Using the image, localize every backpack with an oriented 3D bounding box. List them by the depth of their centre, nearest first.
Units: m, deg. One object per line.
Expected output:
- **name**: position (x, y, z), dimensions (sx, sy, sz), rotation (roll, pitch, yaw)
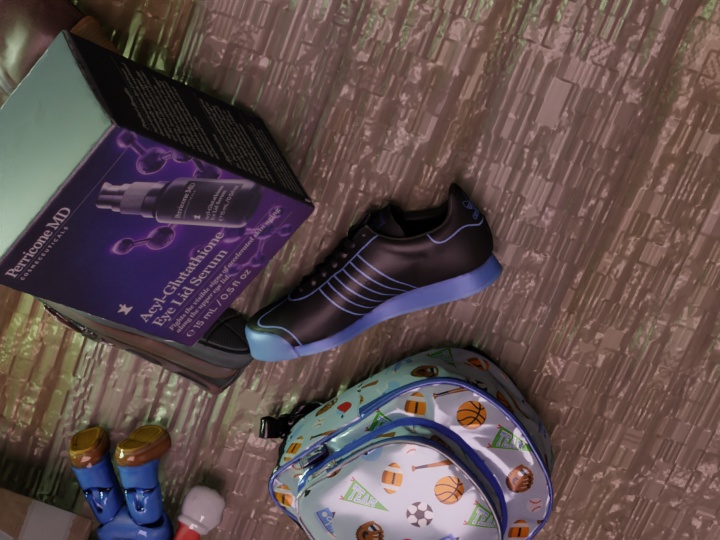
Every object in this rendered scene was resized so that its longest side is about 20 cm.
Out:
- **backpack**: position (0.047, 0.157, 1.531), dimensions (0.190, 0.154, 0.200), rotation (-38, 106, 10)

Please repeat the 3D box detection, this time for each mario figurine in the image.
- **mario figurine**: position (-0.173, 0.215, 1.628), dimensions (0.106, 0.123, 0.200), rotation (-21, 113, -33)

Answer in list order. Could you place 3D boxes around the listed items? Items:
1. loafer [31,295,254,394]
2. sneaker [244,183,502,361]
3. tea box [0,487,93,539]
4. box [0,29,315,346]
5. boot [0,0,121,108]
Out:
- **loafer**: position (-0.177, 0.039, 1.527), dimensions (0.200, 0.072, 0.063), rotation (24, 126, -11)
- **sneaker**: position (0.000, 0.000, 1.495), dimensions (0.200, 0.070, 0.078), rotation (-21, 110, 8)
- **tea box**: position (-0.311, 0.295, 1.567), dimensions (0.133, 0.200, 0.197), rotation (20, 141, -6)
- **box**: position (-0.158, -0.052, 1.402), dimensions (0.200, 0.104, 0.148), rotation (20, 120, -46)
- **boot**: position (-0.265, -0.127, 1.461), dimensions (0.166, 0.072, 0.200), rotation (40, 118, -1)
